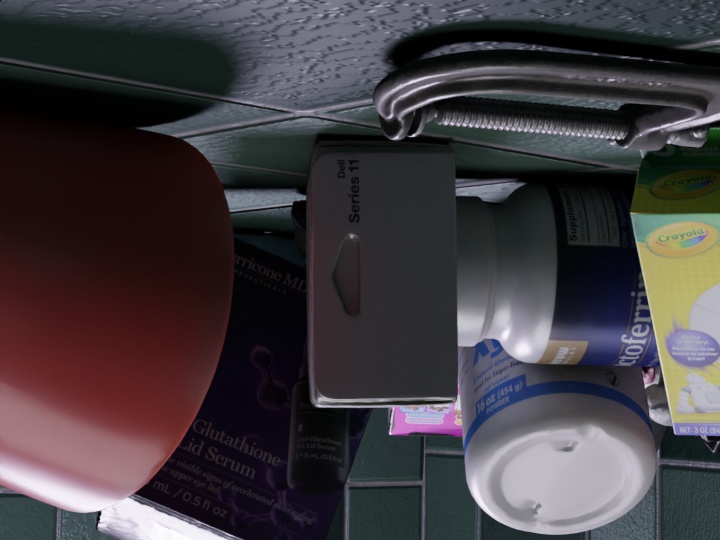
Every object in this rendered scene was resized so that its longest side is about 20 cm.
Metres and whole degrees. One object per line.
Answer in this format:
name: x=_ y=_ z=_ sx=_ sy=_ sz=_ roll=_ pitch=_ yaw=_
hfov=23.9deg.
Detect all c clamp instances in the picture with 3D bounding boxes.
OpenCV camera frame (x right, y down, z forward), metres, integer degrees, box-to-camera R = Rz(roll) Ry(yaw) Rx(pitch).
c clamp: x=0.088 y=-0.070 z=0.755 sx=0.198 sy=0.027 sz=0.170 roll=3 pitch=175 yaw=-29

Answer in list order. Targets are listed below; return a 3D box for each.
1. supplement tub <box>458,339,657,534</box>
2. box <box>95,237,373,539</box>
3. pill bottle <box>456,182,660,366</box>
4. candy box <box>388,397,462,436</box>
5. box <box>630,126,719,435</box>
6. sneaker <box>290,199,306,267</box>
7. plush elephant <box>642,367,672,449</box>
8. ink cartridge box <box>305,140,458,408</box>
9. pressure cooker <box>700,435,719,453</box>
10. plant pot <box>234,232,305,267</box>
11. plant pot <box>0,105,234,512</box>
supplement tub: x=0.132 y=0.070 z=1.197 sx=0.130 sy=0.201 sz=0.133 roll=-1 pitch=135 yaw=-1
box: x=-0.074 y=0.100 z=1.148 sx=0.146 sy=0.202 sz=0.105 roll=22 pitch=153 yaw=-3
pill bottle: x=0.147 y=0.003 z=1.092 sx=0.197 sy=0.117 sz=0.116 roll=2 pitch=176 yaw=-7
candy box: x=0.094 y=0.049 z=1.362 sx=0.134 sy=0.061 sz=0.201 roll=2 pitch=137 yaw=-4
box: x=0.213 y=0.008 z=0.907 sx=0.116 sy=0.049 sz=0.201 roll=-1 pitch=131 yaw=22
sneaker: x=0.000 y=0.000 z=1.222 sx=0.078 sy=0.097 sz=0.200 roll=-1 pitch=175 yaw=11
plush elephant: x=0.221 y=0.044 z=1.472 sx=0.153 sy=0.202 sz=0.165 roll=23 pitch=164 yaw=6
ink cartridge box: x=0.009 y=0.009 z=1.014 sx=0.082 sy=0.149 sz=0.200 roll=0 pitch=177 yaw=-2
pressure cooker: x=0.324 y=0.051 z=1.193 sx=0.198 sy=0.178 sz=0.178 roll=-7 pitch=-175 yaw=-22
plant pot: x=-0.115 y=0.052 z=1.496 sx=0.198 sy=0.163 sz=0.201 roll=2 pitch=176 yaw=0
plant pot: x=-0.189 y=0.004 z=0.839 sx=0.176 sy=0.203 sz=0.199 roll=20 pitch=165 yaw=-38
